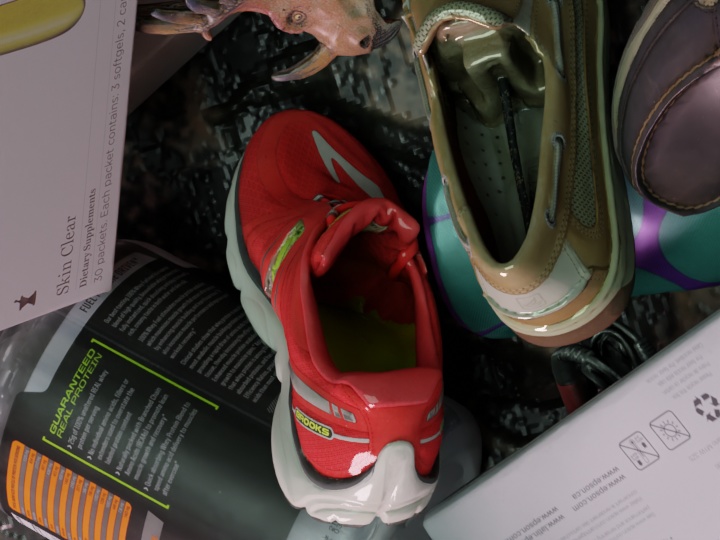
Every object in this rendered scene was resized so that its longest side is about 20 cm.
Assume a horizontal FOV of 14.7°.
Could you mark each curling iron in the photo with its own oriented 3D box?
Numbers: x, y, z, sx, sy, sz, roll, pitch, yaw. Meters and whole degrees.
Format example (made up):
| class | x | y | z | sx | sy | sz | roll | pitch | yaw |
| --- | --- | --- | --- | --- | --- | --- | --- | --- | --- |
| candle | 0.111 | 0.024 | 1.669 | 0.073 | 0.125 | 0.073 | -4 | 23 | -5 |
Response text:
| class | x | y | z | sx | sy | sz | roll | pitch | yaw |
| --- | --- | --- | --- | --- | --- | --- | --- | --- | --- |
| curling iron | 0.112 | 0.104 | 1.027 | 0.050 | 0.026 | 0.200 | 16 | 133 | 46 |

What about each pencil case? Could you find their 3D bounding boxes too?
| class | x | y | z | sx | sy | sz | roll | pitch | yaw |
| --- | --- | --- | --- | --- | --- | --- | --- | --- | --- |
| pencil case | 0.127 | -0.030 | 0.991 | 0.200 | 0.085 | 0.092 | -9 | 134 | 26 |

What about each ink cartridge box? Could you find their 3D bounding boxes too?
| class | x | y | z | sx | sy | sz | roll | pitch | yaw |
| --- | --- | --- | --- | --- | --- | --- | --- | --- | --- |
| ink cartridge box | 0.141 | 0.119 | 0.943 | 0.200 | 0.041 | 0.200 | 55 | 135 | 4 |

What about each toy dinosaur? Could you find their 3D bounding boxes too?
| class | x | y | z | sx | sy | sz | roll | pitch | yaw |
| --- | --- | --- | --- | --- | --- | --- | --- | --- | --- |
| toy dinosaur | -0.082 | -0.151 | 1.012 | 0.200 | 0.086 | 0.136 | 24 | 117 | 26 |

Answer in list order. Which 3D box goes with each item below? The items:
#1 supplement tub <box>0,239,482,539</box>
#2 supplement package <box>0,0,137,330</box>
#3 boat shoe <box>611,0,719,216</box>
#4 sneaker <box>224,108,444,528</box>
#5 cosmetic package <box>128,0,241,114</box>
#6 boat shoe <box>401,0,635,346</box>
| class | x | y | z | sx | sy | sz | roll | pitch | yaw |
| --- | --- | --- | --- | --- | --- | --- | --- | --- | --- |
| supplement tub | -0.064 | 0.066 | 1.084 | 0.200 | 0.122 | 0.123 | 28 | 112 | 18 |
| supplement package | -0.168 | -0.094 | 0.998 | 0.156 | 0.111 | 0.200 | 40 | 137 | 36 |
| boat shoe | 0.146 | -0.076 | 0.862 | 0.200 | 0.074 | 0.073 | -50 | 34 | 40 |
| sneaker | 0.000 | 0.000 | 1.014 | 0.077 | 0.200 | 0.085 | -1 | 132 | -15 |
| cosmetic package | -0.094 | -0.117 | 1.096 | 0.200 | 0.051 | 0.083 | -40 | 84 | 27 |
| boat shoe | 0.047 | -0.076 | 0.950 | 0.072 | 0.076 | 0.200 | -25 | 59 | 18 |
